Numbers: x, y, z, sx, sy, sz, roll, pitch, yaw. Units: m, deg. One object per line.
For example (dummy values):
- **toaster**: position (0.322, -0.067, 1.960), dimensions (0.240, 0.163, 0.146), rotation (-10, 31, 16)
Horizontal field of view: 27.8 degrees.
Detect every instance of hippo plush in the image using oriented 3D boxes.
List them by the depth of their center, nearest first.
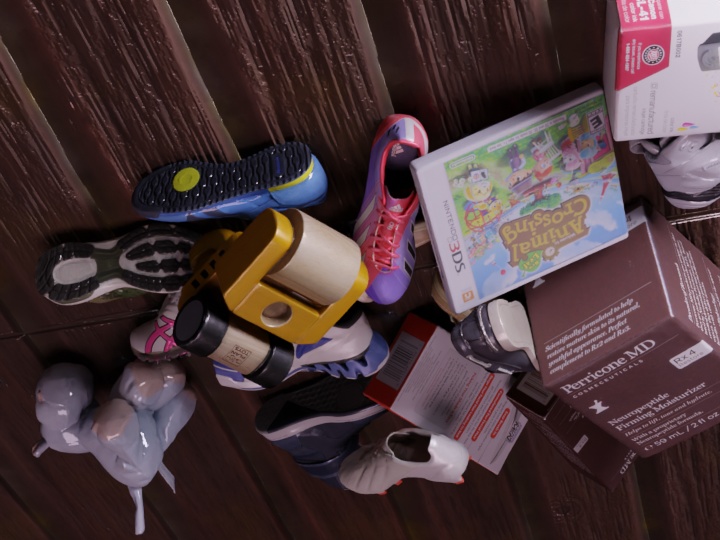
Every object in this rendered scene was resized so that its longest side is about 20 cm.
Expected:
- **hippo plush**: position (-0.299, 0.170, 1.732), dimensions (0.159, 0.160, 0.201), rotation (17, 136, 24)

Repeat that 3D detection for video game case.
- **video game case**: position (0.159, -0.067, 1.416), dimensions (0.198, 0.022, 0.183), rotation (-24, 128, -7)

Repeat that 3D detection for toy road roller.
- **toy road roller**: position (-0.101, 0.004, 1.455), dimensions (0.122, 0.147, 0.200), rotation (28, 118, -36)

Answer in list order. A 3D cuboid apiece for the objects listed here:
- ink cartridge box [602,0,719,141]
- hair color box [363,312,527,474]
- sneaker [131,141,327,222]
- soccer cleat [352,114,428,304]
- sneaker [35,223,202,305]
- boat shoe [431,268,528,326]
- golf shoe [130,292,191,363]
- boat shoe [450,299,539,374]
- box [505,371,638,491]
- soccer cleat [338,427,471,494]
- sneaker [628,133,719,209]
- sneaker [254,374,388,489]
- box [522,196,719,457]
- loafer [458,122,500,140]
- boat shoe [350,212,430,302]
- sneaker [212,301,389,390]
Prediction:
- **ink cartridge box**: position (0.320, -0.200, 1.297), dimensions (0.197, 0.086, 0.148), rotation (-4, 142, 5)
- **hair color box**: position (0.110, 0.145, 1.699), dimensions (0.199, 0.112, 0.064), rotation (34, 174, -35)
- **sneaker**: position (-0.129, -0.072, 1.461), dimensions (0.198, 0.067, 0.079), rotation (-10, 145, 11)
- **soccer cleat**: position (0.030, -0.053, 1.422), dimensions (0.066, 0.077, 0.202), rotation (7, 113, -4)
- **sneaker**: position (-0.243, -0.001, 1.562), dimensions (0.197, 0.078, 0.089), rotation (-4, 168, 5)
- **boat shoe**: position (0.143, 0.057, 1.624), dimensions (0.199, 0.074, 0.062), rotation (30, 130, -34)
- **golf shoe**: position (-0.187, 0.046, 1.618), dimensions (0.199, 0.072, 0.093), rotation (-16, 96, 37)
- **boat shoe**: position (0.144, 0.073, 1.515), dimensions (0.062, 0.073, 0.200), rotation (-22, 164, 14)
- **box**: position (0.266, 0.171, 1.737), dimensions (0.100, 0.075, 0.200), rotation (-53, 135, -7)
- **soccer cleat**: position (0.039, 0.213, 1.674), dimensions (0.199, 0.070, 0.077), rotation (-13, 139, 44)
- **sneaker**: position (0.356, -0.133, 1.388), dimensions (0.199, 0.076, 0.115), rotation (-25, 139, 32)
- **sneaker**: position (-0.009, 0.195, 1.781), dimensions (0.201, 0.077, 0.146), rotation (-18, 131, 31)
- **box**: position (0.302, 0.066, 1.558), dimensions (0.165, 0.165, 0.199), rotation (-32, 133, 28)
- **loafer**: position (0.173, -0.075, 1.465), dimensions (0.063, 0.072, 0.200), rotation (-28, 133, 21)
- **boat shoe**: position (0.000, 0.000, 1.524), dimensions (0.198, 0.072, 0.065), rotation (-25, 95, 16)
- **sneaker**: position (-0.074, 0.062, 1.632), dimensions (0.197, 0.081, 0.116), rotation (-7, 130, 14)
